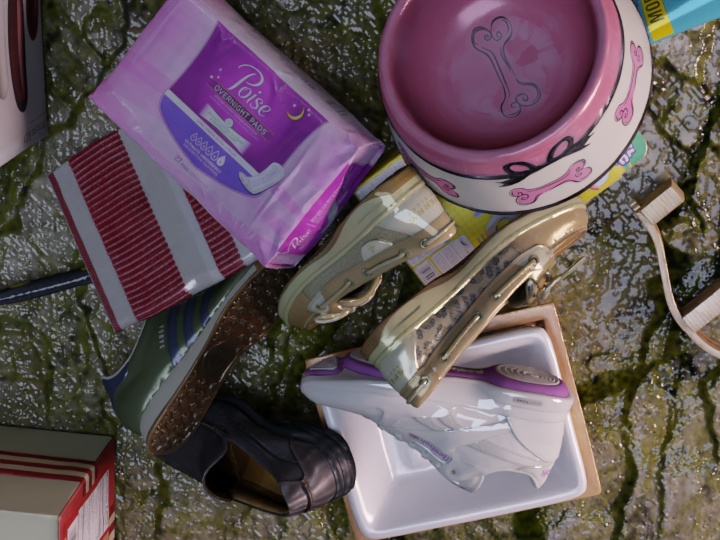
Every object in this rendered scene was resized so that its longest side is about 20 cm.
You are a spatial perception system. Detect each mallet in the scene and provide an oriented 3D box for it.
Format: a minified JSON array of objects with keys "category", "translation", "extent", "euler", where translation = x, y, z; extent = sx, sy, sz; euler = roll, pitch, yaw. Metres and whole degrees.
[{"category":"mallet","translation":[-0.297,0.021,1.383],"extent":[0.199,0.066,0.041],"euler":[-16,106,-3]}]

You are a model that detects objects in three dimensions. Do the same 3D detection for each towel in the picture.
[{"category":"towel","translation":[-0.132,-0.058,1.315],"extent":[0.199,0.023,0.145],"euler":[-27,80,16]}]

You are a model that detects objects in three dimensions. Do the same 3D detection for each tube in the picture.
[{"category":"tube","translation":[0.250,-0.209,1.229],"extent":[0.199,0.050,0.078],"euler":[-18,63,13]}]

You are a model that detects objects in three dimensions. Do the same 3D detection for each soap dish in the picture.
[{"category":"soap dish","translation":[0.073,0.115,1.333],"extent":[0.199,0.081,0.158],"euler":[-13,104,12]}]

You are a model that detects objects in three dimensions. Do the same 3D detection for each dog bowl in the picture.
[{"category":"dog bowl","translation":[0.101,-0.145,1.204],"extent":[0.199,0.074,0.202],"euler":[-6,74,19]}]

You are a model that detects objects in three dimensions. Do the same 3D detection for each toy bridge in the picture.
[{"category":"toy bridge","translation":[0.270,0.021,1.306],"extent":[0.067,0.027,0.200],"euler":[-40,98,18]}]

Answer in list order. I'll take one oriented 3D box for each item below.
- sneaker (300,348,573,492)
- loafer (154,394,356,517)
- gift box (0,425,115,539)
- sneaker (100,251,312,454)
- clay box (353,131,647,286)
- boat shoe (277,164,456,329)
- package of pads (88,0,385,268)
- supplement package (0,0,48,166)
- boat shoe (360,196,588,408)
[{"category":"sneaker","translation":[0.052,0.113,1.253],"extent":[0.199,0.075,0.100],"euler":[9,106,4]},{"category":"loafer","translation":[-0.100,0.145,1.335],"extent":[0.199,0.072,0.073],"euler":[4,114,40]},{"category":"gift box","translation":[-0.308,0.222,1.360],"extent":[0.185,0.200,0.186],"euler":[5,102,8]},{"category":"sneaker","translation":[-0.130,0.039,1.343],"extent":[0.090,0.067,0.201],"euler":[35,88,34]},{"category":"clay box","translation":[0.105,-0.079,1.288],"extent":[0.200,0.048,0.115],"euler":[-36,100,15]},{"category":"boat shoe","translation":[0.002,-0.002,1.275],"extent":[0.063,0.073,0.201],"euler":[47,137,4]},{"category":"package of pads","translation":[-0.090,-0.108,1.251],"extent":[0.200,0.076,0.121],"euler":[43,102,14]},{"category":"supplement package","translation":[-0.327,-0.177,1.241],"extent":[0.146,0.191,0.201],"euler":[2,108,8]},{"category":"boat shoe","translation":[0.092,0.020,1.223],"extent":[0.200,0.073,0.063],"euler":[-36,77,-15]}]
